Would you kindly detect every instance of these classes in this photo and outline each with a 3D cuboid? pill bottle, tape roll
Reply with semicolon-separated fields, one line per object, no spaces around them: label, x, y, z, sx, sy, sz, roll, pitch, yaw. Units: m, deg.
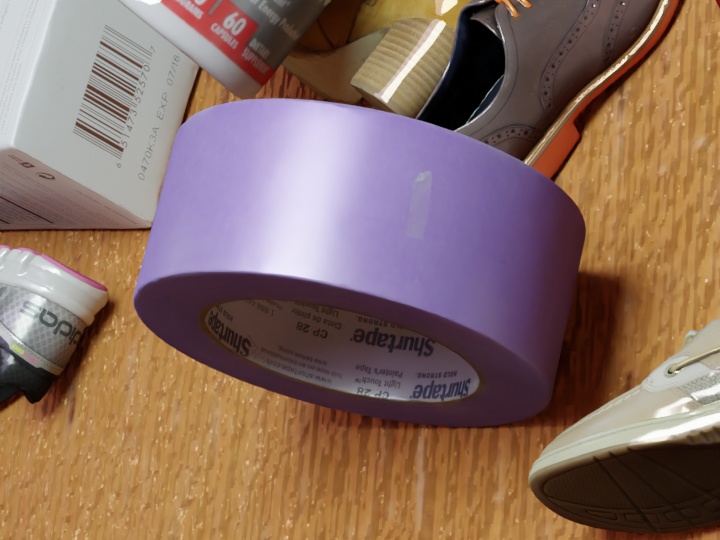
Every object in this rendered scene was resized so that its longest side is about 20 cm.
pill bottle;-0.038;-0.197;1.400;0.200;0.114;0.114;-52;42;2
tape roll;0.000;0.000;1.285;0.199;0.200;0.085;-5;64;43

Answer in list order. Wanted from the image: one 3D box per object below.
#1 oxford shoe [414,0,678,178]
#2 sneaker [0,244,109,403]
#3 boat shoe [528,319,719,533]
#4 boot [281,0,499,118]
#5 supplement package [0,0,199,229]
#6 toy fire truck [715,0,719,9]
oxford shoe;0.096;-0.124;1.355;0.071;0.072;0.201;32;92;49
sneaker;-0.233;0.033;1.588;0.199;0.074;0.088;6;66;41
boat shoe;0.162;0.057;1.197;0.199;0.072;0.065;-24;43;32
boot;0.022;-0.157;1.462;0.144;0.071;0.201;-51;36;-6
supplement package;-0.207;-0.097;1.603;0.199;0.117;0.118;1;69;44
toy fire truck;0.221;-0.103;1.164;0.175;0.129;0.200;-5;36;42
